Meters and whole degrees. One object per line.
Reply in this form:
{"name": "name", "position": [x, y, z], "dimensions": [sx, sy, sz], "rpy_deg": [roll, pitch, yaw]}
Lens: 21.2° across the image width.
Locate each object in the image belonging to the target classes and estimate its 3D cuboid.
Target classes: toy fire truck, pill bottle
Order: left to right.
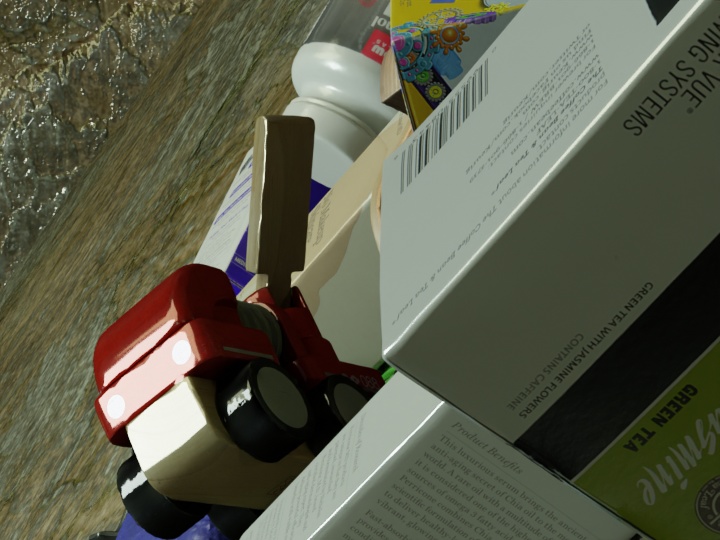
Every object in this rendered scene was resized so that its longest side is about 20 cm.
{"name": "toy fire truck", "position": [-0.057, 0.024, 1.001], "dimensions": [0.129, 0.176, 0.201], "rpy_deg": [-39, 61, 23]}
{"name": "pill bottle", "position": [0.018, -0.160, 1.415], "dimensions": [0.201, 0.110, 0.111], "rpy_deg": [-61, 16, -18]}

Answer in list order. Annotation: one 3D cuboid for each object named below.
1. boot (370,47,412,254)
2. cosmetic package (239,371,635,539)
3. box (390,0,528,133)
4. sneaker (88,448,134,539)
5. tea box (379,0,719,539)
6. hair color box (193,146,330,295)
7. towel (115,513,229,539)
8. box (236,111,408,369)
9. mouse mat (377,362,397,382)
{"name": "boot", "position": [0.083, -0.069, 0.967], "dimensions": [0.155, 0.076, 0.201], "rpy_deg": [-30, 47, 40]}
{"name": "cosmetic package", "position": [0.039, 0.099, 0.809], "dimensions": [0.200, 0.101, 0.071], "rpy_deg": [-47, 16, 26]}
{"name": "box", "position": [0.118, -0.094, 0.777], "dimensions": [0.191, 0.123, 0.200], "rpy_deg": [-14, 25, 7]}
{"name": "sneaker", "position": [-0.101, 0.114, 1.235], "dimensions": [0.070, 0.078, 0.201], "rpy_deg": [-32, 28, 57]}
{"name": "tea box", "position": [0.141, -0.022, 0.565], "dimensions": [0.200, 0.196, 0.134], "rpy_deg": [-48, 17, 22]}
{"name": "hair color box", "position": [-0.075, -0.032, 1.524], "dimensions": [0.109, 0.065, 0.201], "rpy_deg": [-38, 24, 50]}
{"name": "towel", "position": [-0.094, 0.152, 1.088], "dimensions": [0.148, 0.049, 0.201], "rpy_deg": [-38, 24, 44]}
{"name": "box", "position": [0.000, 0.000, 1.166], "dimensions": [0.200, 0.078, 0.095], "rpy_deg": [-48, 15, 22]}
{"name": "mouse mat", "position": [-0.020, 0.080, 1.222], "dimensions": [0.200, 0.008, 0.161], "rpy_deg": [-33, 27, 53]}
